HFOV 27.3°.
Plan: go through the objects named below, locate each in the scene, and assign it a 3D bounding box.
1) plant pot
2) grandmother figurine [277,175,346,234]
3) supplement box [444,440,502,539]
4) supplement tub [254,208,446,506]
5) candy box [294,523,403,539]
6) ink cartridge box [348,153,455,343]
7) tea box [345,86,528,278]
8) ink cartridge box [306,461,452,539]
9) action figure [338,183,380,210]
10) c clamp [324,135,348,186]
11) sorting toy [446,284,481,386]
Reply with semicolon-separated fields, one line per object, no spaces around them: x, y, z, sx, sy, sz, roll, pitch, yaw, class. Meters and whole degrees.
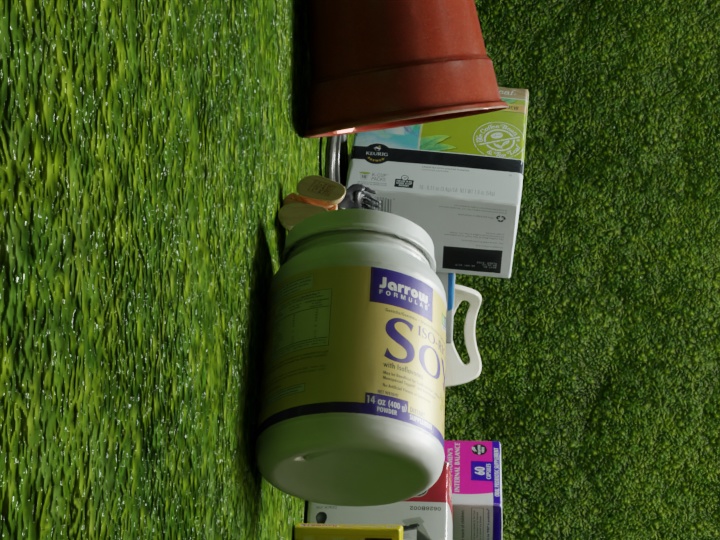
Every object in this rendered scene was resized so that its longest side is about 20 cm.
0.030;-0.238;1.424;0.201;0.200;0.196;-41;123;-84;plant pot
-0.039;0.010;1.330;0.121;0.060;0.200;-48;150;-40;grandmother figurine
0.056;0.256;1.633;0.101;0.200;0.103;-85;173;-52;supplement box
-0.005;0.068;1.156;0.145;0.145;0.200;83;9;-61;supplement tub
-0.012;0.337;1.377;0.026;0.102;0.200;9;81;-81;candy box
0.048;-0.030;1.864;0.147;0.144;0.200;86;6;-49;ink cartridge box
0.090;-0.112;1.748;0.134;0.200;0.197;91;6;-49;tea box
0.018;0.296;1.477;0.083;0.147;0.200;82;9;-57;ink cartridge box
0.000;0.000;1.535;0.200;0.102;0.119;-87;-173;-48;action figure
-0.026;-0.121;1.706;0.200;0.027;0.171;86;11;-62;c clamp
0.075;0.086;2.011;0.107;0.180;0.200;-70;161;-77;sorting toy
